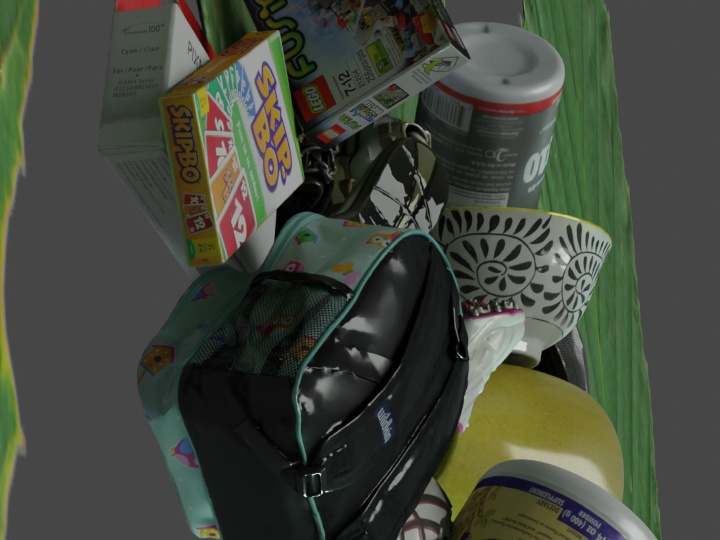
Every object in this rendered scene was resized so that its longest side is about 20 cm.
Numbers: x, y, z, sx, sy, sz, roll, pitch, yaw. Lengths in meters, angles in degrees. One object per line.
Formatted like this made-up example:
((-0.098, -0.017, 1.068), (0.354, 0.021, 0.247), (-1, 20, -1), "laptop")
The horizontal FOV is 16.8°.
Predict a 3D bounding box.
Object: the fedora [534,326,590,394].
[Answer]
((0.101, 0.108, 1.986), (0.176, 0.090, 0.201), (25, 56, -35), "fedora")

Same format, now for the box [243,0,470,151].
((-0.021, -0.187, 1.517), (0.035, 0.110, 0.201), (31, 31, -62), "box")

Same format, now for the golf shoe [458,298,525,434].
((0.055, 0.070, 1.658), (0.200, 0.075, 0.092), (-18, 106, -58), "golf shoe")

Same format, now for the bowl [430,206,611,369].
((0.092, 0.025, 1.843), (0.201, 0.199, 0.095), (44, 45, -69), "bowl")

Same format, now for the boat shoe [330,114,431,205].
((0.025, -0.078, 1.877), (0.200, 0.068, 0.075), (-67, 145, -70), "boat shoe")

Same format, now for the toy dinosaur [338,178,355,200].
((0.000, 0.000, 1.738), (0.200, 0.058, 0.101), (50, 25, -18), "toy dinosaur")

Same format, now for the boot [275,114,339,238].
((-0.023, -0.119, 1.571), (0.200, 0.069, 0.175), (119, -19, -45), "boot")

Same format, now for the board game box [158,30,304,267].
((-0.070, -0.076, 1.406), (0.200, 0.030, 0.096), (-57, 140, -71), "board game box")

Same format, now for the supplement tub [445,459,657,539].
((0.094, 0.238, 1.560), (0.200, 0.145, 0.146), (-55, 146, -25), "supplement tub")

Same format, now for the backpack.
((-0.025, 0.067, 1.402), (0.200, 0.152, 0.177), (-50, 135, -37), "backpack")

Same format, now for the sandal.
((-0.007, -0.015, 1.660), (0.201, 0.057, 0.080), (-46, 114, -42), "sandal")

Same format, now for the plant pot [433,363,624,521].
((0.071, 0.146, 1.777), (0.142, 0.199, 0.201), (33, 48, -44), "plant pot")

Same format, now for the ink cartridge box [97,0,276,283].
((-0.097, -0.100, 1.445), (0.200, 0.044, 0.177), (60, 28, -59), "ink cartridge box")

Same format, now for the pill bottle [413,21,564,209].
((0.095, -0.090, 1.980), (0.114, 0.113, 0.201), (-76, 176, -55), "pill bottle")

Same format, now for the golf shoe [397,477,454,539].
((0.006, 0.156, 1.528), (0.200, 0.077, 0.089), (-66, 137, -64), "golf shoe")
